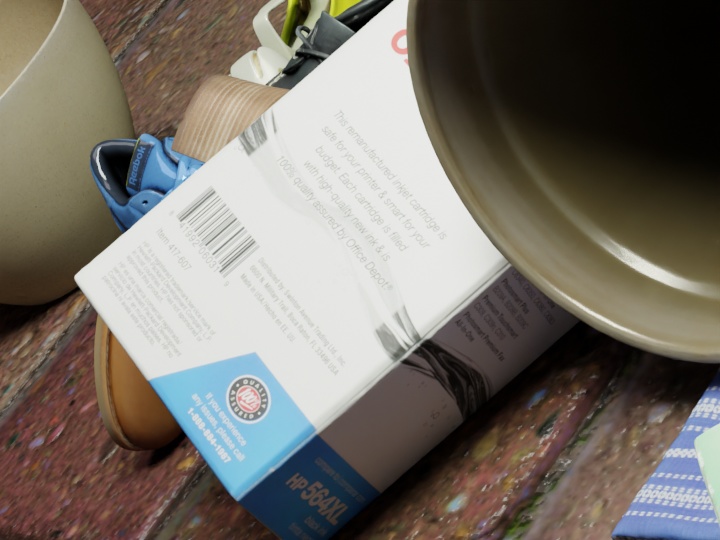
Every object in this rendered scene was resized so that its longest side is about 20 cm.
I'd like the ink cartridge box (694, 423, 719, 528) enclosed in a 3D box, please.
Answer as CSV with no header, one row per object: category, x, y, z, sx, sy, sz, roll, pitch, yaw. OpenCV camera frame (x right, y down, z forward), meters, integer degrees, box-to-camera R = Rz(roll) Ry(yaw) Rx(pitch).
ink cartridge box,0.208,0.066,0.736,0.200,0.050,0.161,-35,34,18

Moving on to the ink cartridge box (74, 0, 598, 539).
ink cartridge box,0.000,0.000,1.066,0.200,0.084,0.146,-40,56,0

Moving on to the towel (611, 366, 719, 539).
towel,0.186,0.022,0.896,0.145,0.024,0.200,-5,43,54

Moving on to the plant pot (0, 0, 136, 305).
plant pot,-0.210,-0.057,1.472,0.200,0.135,0.201,-32,25,17

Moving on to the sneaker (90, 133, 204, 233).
sneaker,-0.082,-0.029,1.288,0.066,0.078,0.200,-55,34,-9

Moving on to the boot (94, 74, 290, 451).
boot,-0.040,0.015,1.177,0.154,0.074,0.201,24,102,32

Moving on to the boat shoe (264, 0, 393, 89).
boat shoe,-0.001,-0.110,1.271,0.199,0.066,0.074,-29,44,-19

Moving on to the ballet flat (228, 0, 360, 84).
ballet flat,-0.040,-0.110,1.392,0.067,0.067,0.200,-27,28,36

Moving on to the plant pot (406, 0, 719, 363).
plant pot,0.146,-0.093,0.937,0.173,0.201,0.200,-38,19,-36
